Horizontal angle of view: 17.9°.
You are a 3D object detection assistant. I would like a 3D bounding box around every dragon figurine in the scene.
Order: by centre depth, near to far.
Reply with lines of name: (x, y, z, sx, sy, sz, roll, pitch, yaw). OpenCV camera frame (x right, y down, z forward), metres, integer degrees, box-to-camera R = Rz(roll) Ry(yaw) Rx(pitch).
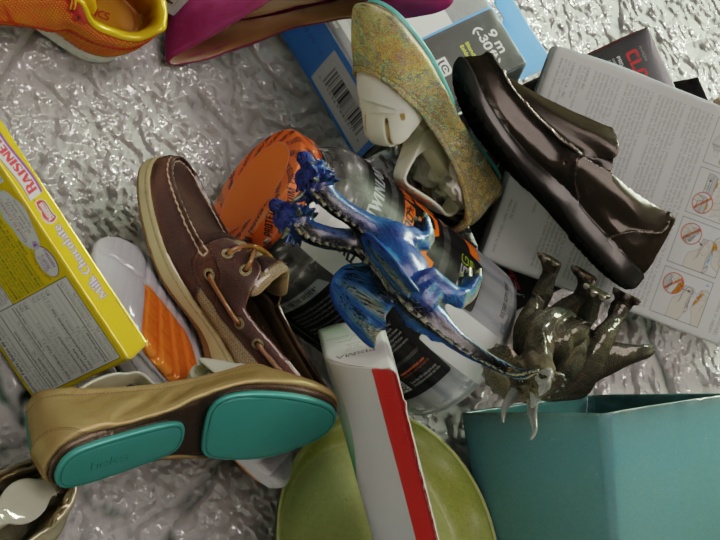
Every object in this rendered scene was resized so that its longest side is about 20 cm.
dragon figurine: (0.020, 0.009, 1.415, 0.099, 0.059, 0.200, 1, 45, -47)

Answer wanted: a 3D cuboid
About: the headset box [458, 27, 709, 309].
headset box: (0.168, -0.078, 1.680, 0.075, 0.199, 0.150, -67, 132, -88)

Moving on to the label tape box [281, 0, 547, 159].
label tape box: (0.047, -0.186, 1.658, 0.199, 0.063, 0.145, -28, 83, -31)

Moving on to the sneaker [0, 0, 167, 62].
sneaker: (-0.213, -0.187, 1.461, 0.199, 0.077, 0.074, 7, 71, -38)

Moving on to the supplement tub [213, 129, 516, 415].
supplement tub: (0.000, 0.000, 1.547, 0.200, 0.122, 0.123, 37, 53, -26)

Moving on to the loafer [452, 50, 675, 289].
loafer: (0.141, -0.080, 1.567, 0.071, 0.073, 0.200, -42, 101, -2)

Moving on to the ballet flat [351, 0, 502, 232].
ballet flat: (0.037, -0.095, 1.541, 0.200, 0.070, 0.071, 55, 42, -44)

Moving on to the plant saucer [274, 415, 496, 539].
plant saucer: (0.013, 0.195, 1.549, 0.199, 0.031, 0.202, 17, 64, -37)

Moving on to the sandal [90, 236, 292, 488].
sandal: (-0.121, 0.073, 1.452, 0.207, 0.059, 0.079, 53, 24, -24)

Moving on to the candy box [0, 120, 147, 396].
candy box: (-0.216, -0.020, 1.375, 0.026, 0.102, 0.201, -41, 102, -42)

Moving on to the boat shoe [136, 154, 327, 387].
boat shoe: (-0.075, 0.011, 1.446, 0.072, 0.072, 0.201, -4, 69, -67)

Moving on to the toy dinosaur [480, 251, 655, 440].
toy dinosaur: (0.138, 0.051, 1.556, 0.077, 0.103, 0.200, 32, 9, 22)

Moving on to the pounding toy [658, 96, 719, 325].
pounding toy: (0.310, -0.018, 1.804, 0.183, 0.200, 0.143, -3, 54, -45)

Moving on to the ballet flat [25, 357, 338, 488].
ballet flat: (-0.108, 0.080, 1.373, 0.199, 0.069, 0.063, -7, 47, -30)

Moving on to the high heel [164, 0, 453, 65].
high heel: (-0.036, -0.168, 1.544, 0.067, 0.199, 0.097, 47, 57, -56)

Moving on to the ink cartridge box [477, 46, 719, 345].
ink cartridge box: (0.201, -0.052, 1.622, 0.199, 0.050, 0.163, 20, 93, -4)

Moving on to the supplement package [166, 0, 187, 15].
supplement package: (-0.140, -0.308, 1.530, 0.155, 0.111, 0.201, 28, 56, -17)

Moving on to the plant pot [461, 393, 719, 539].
plant pot: (0.175, 0.194, 1.619, 0.141, 0.141, 0.202, -5, 90, -42)

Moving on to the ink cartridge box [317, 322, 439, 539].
ink cartridge box: (0.018, 0.131, 1.418, 0.200, 0.050, 0.162, -98, 173, -76)

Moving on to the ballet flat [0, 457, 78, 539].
ballet flat: (-0.241, 0.156, 1.313, 0.199, 0.069, 0.070, -26, 92, -44)
